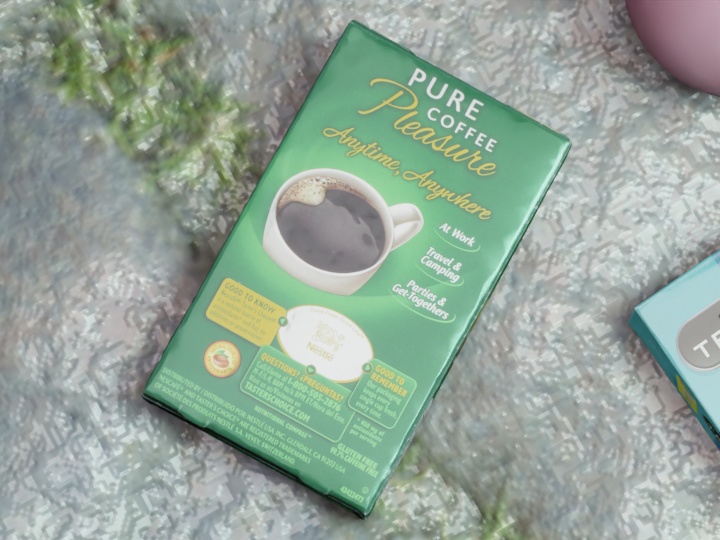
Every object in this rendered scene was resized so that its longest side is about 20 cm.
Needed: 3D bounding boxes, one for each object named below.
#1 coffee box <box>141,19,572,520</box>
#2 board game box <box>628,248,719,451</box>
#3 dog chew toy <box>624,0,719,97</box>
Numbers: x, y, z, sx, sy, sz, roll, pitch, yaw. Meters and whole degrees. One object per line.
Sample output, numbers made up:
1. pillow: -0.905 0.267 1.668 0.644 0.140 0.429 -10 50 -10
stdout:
1. coffee box: 0.000 0.000 1.261 0.123 0.044 0.201 27 83 6
2. board game box: 0.240 0.060 1.238 0.151 0.047 0.200 -34 81 -3
3. dog chew toy: 0.161 -0.181 1.249 0.124 0.125 0.201 -22 73 -1
